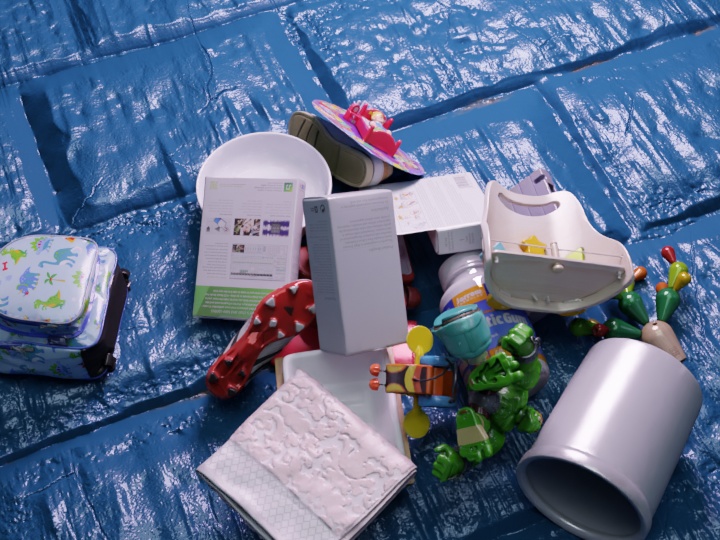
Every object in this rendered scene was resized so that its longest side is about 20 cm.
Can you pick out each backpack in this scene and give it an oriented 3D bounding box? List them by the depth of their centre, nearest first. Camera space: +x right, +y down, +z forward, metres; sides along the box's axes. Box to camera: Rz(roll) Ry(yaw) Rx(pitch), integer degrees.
[{"bbox_3d":[-0.431,0.042,1.494,0.199,0.147,0.183,0,53,4],"label":"backpack"}]

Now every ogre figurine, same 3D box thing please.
[{"bbox_3d":[0.164,0.159,1.333,0.098,0.120,0.201,10,89,27],"label":"ogre figurine"}]

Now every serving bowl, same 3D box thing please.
[{"bbox_3d":[-0.140,-0.109,1.644,0.199,0.066,0.201,0,55,1],"label":"serving bowl"}]

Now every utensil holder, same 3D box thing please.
[{"bbox_3d":[0.311,0.207,1.362,0.170,0.170,0.200,27,58,18],"label":"utensil holder"}]

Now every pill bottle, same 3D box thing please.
[{"bbox_3d":[0.170,0.073,1.488,0.112,0.112,0.200,-12,57,-8],"label":"pill bottle"}]

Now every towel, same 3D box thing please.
[{"bbox_3d":[-0.066,0.238,1.327,0.200,0.032,0.191,38,65,21],"label":"towel"}]

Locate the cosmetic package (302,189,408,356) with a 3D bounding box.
[{"bbox_3d":[-0.006,0.001,1.410,0.101,0.074,0.201,-8,96,-31],"label":"cosmetic package"}]

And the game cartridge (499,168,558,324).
[{"bbox_3d":[0.242,-0.031,1.563,0.038,0.130,0.200,19,44,-40],"label":"game cartridge"}]

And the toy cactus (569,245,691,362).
[{"bbox_3d":[0.390,0.057,1.520,0.200,0.102,0.165,-24,68,-25],"label":"toy cactus"}]

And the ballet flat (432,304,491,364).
[{"bbox_3d":[0.125,0.081,1.349,0.067,0.200,0.071,-21,88,4],"label":"ballet flat"}]

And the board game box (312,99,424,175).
[{"bbox_3d":[0.021,-0.216,1.668,0.200,0.158,0.039,40,107,22],"label":"board game box"}]

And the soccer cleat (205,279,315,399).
[{"bbox_3d":[-0.130,0.087,1.467,0.069,0.085,0.200,41,89,-7],"label":"soccer cleat"}]

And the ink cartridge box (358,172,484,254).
[{"bbox_3d":[0.095,-0.079,1.580,0.173,0.044,0.200,-9,25,-3],"label":"ink cartridge box"}]

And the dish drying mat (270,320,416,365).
[{"bbox_3d":[-0.022,0.100,1.528,0.199,0.018,0.077,2,54,1],"label":"dish drying mat"}]

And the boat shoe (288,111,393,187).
[{"bbox_3d":[-0.033,-0.183,1.696,0.068,0.075,0.200,-7,37,-43],"label":"boat shoe"}]

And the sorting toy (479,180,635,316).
[{"bbox_3d":[0.233,-0.043,1.455,0.199,0.107,0.180,7,52,-13],"label":"sorting toy"}]

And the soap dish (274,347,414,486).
[{"bbox_3d":[-0.023,0.198,1.422,0.157,0.081,0.200,-6,56,-4],"label":"soap dish"}]

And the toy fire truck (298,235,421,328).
[{"bbox_3d":[0.000,0.000,1.543,0.167,0.112,0.200,5,43,-19],"label":"toy fire truck"}]

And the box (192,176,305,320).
[{"bbox_3d":[-0.154,-0.029,1.537,0.144,0.036,0.201,3,83,18],"label":"box"}]

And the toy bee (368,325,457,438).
[{"bbox_3d":[0.067,0.128,1.371,0.108,0.200,0.131,3,60,6],"label":"toy bee"}]
